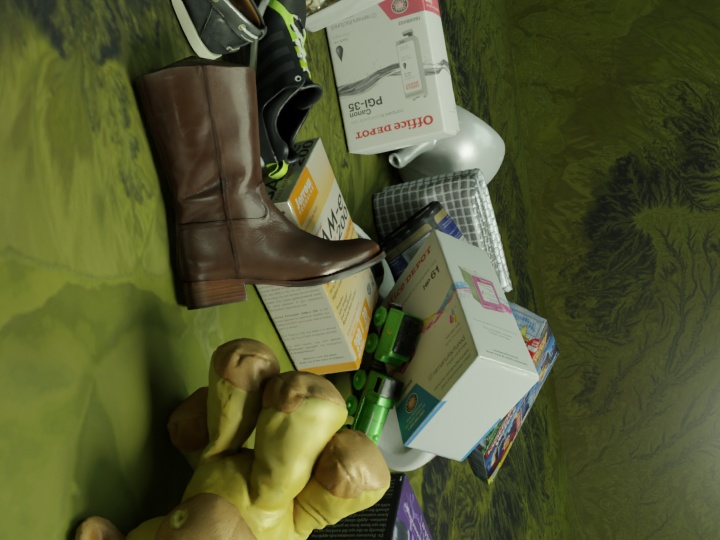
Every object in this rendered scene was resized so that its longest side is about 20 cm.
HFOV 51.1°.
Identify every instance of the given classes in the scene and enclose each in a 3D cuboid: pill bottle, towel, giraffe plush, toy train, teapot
[{"bbox_3d":[0.116,0.018,1.006,0.201,0.111,0.112,54,24,-2],"label":"pill bottle"},{"bbox_3d":[0.117,-0.033,1.096,0.086,0.163,0.204,-45,122,-62],"label":"towel"},{"bbox_3d":[0.088,0.174,0.965,0.199,0.111,0.115,-9,90,-60],"label":"pill bottle"},{"bbox_3d":[-0.097,0.172,0.507,0.162,0.171,0.203,-35,149,-56],"label":"giraffe plush"},{"bbox_3d":[0.016,0.134,0.808,0.041,0.056,0.204,20,87,-34],"label":"toy train"},{"bbox_3d":[0.127,-0.175,1.208,0.148,0.198,0.197,-61,-164,1],"label":"teapot"}]

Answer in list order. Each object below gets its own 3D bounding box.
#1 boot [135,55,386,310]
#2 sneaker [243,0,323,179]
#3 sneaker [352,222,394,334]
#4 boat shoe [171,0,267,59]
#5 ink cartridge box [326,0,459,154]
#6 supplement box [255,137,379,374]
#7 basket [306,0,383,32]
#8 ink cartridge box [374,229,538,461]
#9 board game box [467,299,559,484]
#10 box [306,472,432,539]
[{"bbox_3d":[-0.077,-0.084,0.620,0.064,0.183,0.204,-5,-84,66],"label":"boot"},{"bbox_3d":[-0.067,-0.182,0.717,0.072,0.081,0.204,31,70,-66],"label":"sneaker"},{"bbox_3d":[0.000,0.000,0.926,0.201,0.073,0.088,65,13,-53],"label":"sneaker"},{"bbox_3d":[-0.144,-0.282,0.638,0.072,0.066,0.202,-72,145,-47],"label":"boat shoe"},{"bbox_3d":[0.043,-0.270,1.016,0.083,0.144,0.204,-23,103,-67],"label":"ink cartridge box"},{"bbox_3d":[-0.051,-0.012,0.763,0.127,0.072,0.202,-72,147,-51],"label":"supplement box"},{"bbox_3d":[-0.038,-0.399,0.845,0.123,0.133,0.203,44,35,-54],"label":"basket"},{"bbox_3d":[0.095,0.078,0.827,0.083,0.145,0.202,19,34,-24],"label":"ink cartridge box"},{"bbox_3d":[0.170,0.129,0.893,0.202,0.061,0.201,-57,155,-19],"label":"board game box"},{"bbox_3d":[0.002,0.323,0.727,0.201,0.102,0.150,-72,147,-51],"label":"box"}]
